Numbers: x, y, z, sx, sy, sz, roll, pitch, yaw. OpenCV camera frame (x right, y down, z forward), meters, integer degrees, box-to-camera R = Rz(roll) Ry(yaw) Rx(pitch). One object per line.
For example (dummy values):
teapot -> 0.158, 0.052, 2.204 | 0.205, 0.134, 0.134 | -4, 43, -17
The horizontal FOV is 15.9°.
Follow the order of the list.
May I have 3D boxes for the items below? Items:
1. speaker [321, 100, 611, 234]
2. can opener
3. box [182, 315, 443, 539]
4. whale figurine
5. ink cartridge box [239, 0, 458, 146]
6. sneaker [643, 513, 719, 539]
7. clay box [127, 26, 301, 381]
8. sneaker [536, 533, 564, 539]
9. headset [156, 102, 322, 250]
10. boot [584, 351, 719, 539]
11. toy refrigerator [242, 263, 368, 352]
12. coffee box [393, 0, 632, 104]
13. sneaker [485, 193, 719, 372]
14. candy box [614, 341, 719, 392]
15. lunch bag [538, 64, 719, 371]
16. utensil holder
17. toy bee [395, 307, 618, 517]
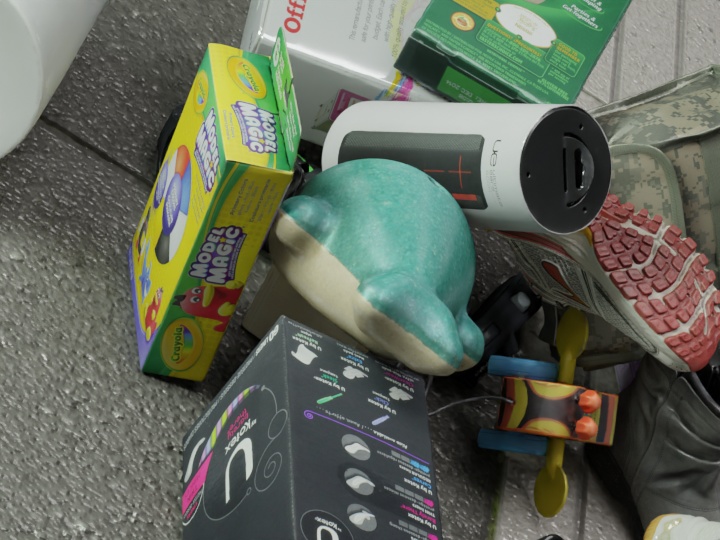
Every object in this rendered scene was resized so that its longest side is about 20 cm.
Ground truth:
speaker -> 0.066, -0.067, 1.639 | 0.081, 0.082, 0.199 | 10, -2, -39
can opener -> 0.101, 0.025, 1.811 | 0.079, 0.063, 0.200 | 61, 30, -1
box -> -0.029, 0.145, 1.457 | 0.106, 0.122, 0.201 | 25, 33, -22
whale figurine -> 0.022, -0.004, 1.540 | 0.159, 0.104, 0.200 | 38, 4, -16
ink cartridge box -> 0.018, -0.154, 1.799 | 0.199, 0.085, 0.145 | 20, 49, -11
sneaker -> 0.199, 0.239, 1.537 | 0.076, 0.087, 0.201 | 56, 44, -56
clay box -> -0.090, -0.045, 1.566 | 0.047, 0.201, 0.115 | 9, 38, -19
sneaker -> 0.135, 0.204, 1.578 | 0.199, 0.088, 0.074 | -6, 43, -50
headset -> -0.070, -0.068, 1.723 | 0.123, 0.094, 0.200 | 25, 20, -14
boot -> 0.230, 0.138, 1.722 | 0.070, 0.132, 0.200 | -15, 56, -37
toy refrigerator -> 0.000, 0.000, 1.738 | 0.076, 0.070, 0.200 | 34, 29, 7
coffee box -> 0.116, -0.180, 1.778 | 0.123, 0.044, 0.200 | 30, 48, 0
sneaker -> 0.158, -0.005, 1.690 | 0.078, 0.082, 0.200 | -26, 61, -36
candy box -> 0.285, 0.088, 1.918 | 0.199, 0.072, 0.168 | 25, 33, -22
lunch bag -> 0.208, -0.034, 1.794 | 0.199, 0.165, 0.117 | -21, 25, -23
utensil holder -> -0.246, -0.177, 1.617 | 0.169, 0.170, 0.200 | 31, 33, -11
toy bee -> 0.123, 0.099, 1.689 | 0.108, 0.132, 0.200 | 7, 18, 38
